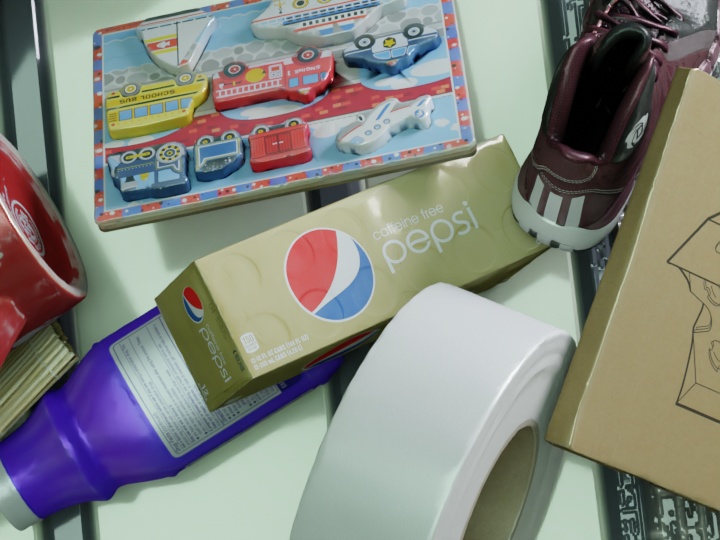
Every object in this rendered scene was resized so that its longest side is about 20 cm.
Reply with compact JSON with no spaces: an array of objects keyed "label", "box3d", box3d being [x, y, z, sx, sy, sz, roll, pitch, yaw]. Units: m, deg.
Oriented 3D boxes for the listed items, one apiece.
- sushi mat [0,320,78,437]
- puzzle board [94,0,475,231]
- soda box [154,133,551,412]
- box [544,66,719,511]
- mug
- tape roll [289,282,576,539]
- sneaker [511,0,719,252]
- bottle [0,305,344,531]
[{"label":"sushi mat","box3d":[-0.240,0.089,1.426,0.200,0.012,0.096,-46,45,0]},{"label":"puzzle board","box3d":[-0.045,-0.098,1.397,0.198,0.017,0.151,-11,47,5]},{"label":"soda box","box3d":[0.000,0.000,1.359,0.199,0.064,0.068,-23,82,-29]},{"label":"box","box3d":[0.188,0.018,1.354,0.163,0.021,0.201,23,86,-35]},{"label":"mug","box3d":[-0.243,0.038,1.383,0.199,0.133,0.178,-32,76,7]},{"label":"tape roll","box3d":[0.037,0.112,1.316,0.070,0.202,0.204,21,86,18]},{"label":"sneaker","box3d":[0.143,-0.113,1.352,0.075,0.116,0.201,21,64,7]},{"label":"bottle","box3d":[-0.109,0.068,1.410,0.199,0.065,0.084,-32,85,2]}]
